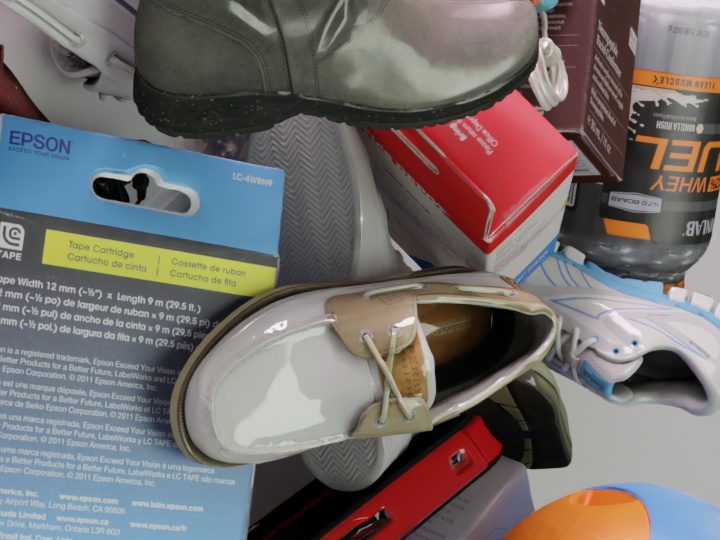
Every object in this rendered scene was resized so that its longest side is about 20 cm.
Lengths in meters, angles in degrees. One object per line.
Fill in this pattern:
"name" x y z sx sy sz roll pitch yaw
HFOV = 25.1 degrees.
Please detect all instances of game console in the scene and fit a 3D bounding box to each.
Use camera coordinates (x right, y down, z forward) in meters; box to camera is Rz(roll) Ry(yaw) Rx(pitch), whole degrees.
"game console" -0.030 0.146 0.862 0.199 0.176 0.031 -31 90 -40

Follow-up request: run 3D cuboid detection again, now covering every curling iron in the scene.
"curling iron" -0.156 -0.088 0.712 0.200 0.049 0.026 48 34 -44

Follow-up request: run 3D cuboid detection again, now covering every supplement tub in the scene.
"supplement tub" 0.180 -0.082 1.063 0.122 0.122 0.203 -9 111 -49

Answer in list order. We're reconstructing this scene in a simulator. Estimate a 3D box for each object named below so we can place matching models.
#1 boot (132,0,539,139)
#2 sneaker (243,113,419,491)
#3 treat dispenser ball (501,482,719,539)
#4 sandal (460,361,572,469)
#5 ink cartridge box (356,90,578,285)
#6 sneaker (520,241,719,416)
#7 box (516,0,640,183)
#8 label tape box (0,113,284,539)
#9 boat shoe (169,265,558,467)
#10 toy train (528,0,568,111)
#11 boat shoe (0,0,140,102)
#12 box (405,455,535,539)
"boot" -0.005 -0.127 0.683 0.197 0.068 0.132 -9 137 -17
"sneaker" 0.000 0.000 0.845 0.115 0.073 0.203 -26 112 -59
"treat dispenser ball" 0.151 0.222 0.905 0.200 0.199 0.203 -22 120 -45
"sandal" 0.097 0.084 1.023 0.202 0.079 0.058 84 7 -64
"ink cartridge box" 0.048 -0.057 0.841 0.067 0.116 0.200 -42 167 -10
"sneaker" 0.140 0.040 1.003 0.087 0.197 0.076 -67 169 -55
"box" 0.122 -0.161 0.953 0.100 0.074 0.203 31 63 -63
"label tape box" -0.119 0.044 0.740 0.142 0.066 0.203 9 82 -27
"boat shoe" 0.007 0.039 0.742 0.199 0.068 0.076 -21 107 -37
"toy train" 0.048 -0.173 0.821 0.200 0.055 0.152 47 46 -47
"boat shoe" -0.113 -0.114 0.742 0.065 0.074 0.200 -39 145 6
"box" 0.020 0.221 0.992 0.200 0.106 0.153 -45 134 -31
